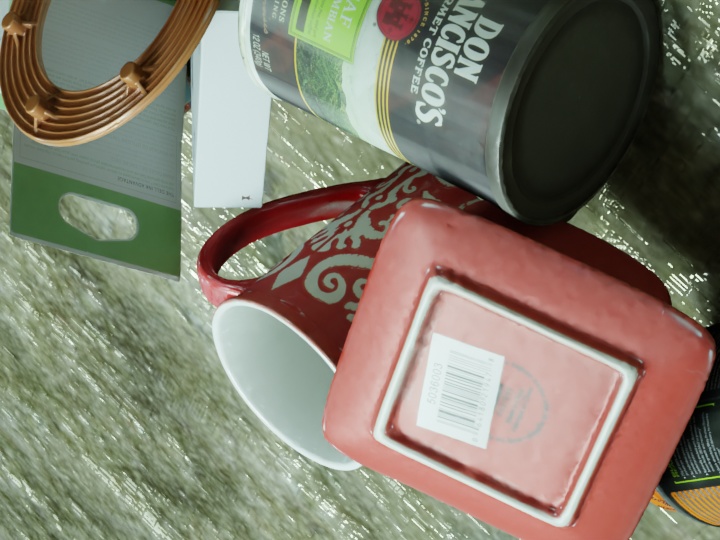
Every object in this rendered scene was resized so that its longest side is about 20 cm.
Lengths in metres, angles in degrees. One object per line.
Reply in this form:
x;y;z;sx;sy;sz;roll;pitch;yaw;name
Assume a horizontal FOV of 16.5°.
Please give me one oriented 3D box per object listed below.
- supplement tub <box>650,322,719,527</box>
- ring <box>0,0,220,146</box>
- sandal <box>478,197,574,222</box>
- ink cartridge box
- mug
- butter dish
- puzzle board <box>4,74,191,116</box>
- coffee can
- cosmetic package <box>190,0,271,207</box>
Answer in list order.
0.242;0.086;1.454;0.123;0.122;0.200;53;152;-11;supplement tub
-0.154;-0.170;1.512;0.200;0.202;0.019;11;164;48;ring
0.064;-0.091;1.537;0.199;0.080;0.054;34;165;27;sandal
-0.181;-0.099;1.632;0.145;0.202;0.048;16;159;-41;ink cartridge box
0.005;-0.002;1.591;0.178;0.200;0.134;46;152;4;mug
0.103;0.040;1.458;0.198;0.148;0.201;24;128;6;butter dish
-0.196;-0.147;1.720;0.017;0.200;0.151;-39;94;30;puzzle board
0.050;-0.130;1.424;0.199;0.146;0.147;27;146;33;coffee can
-0.082;-0.158;1.579;0.201;0.051;0.152;98;168;-55;cosmetic package
